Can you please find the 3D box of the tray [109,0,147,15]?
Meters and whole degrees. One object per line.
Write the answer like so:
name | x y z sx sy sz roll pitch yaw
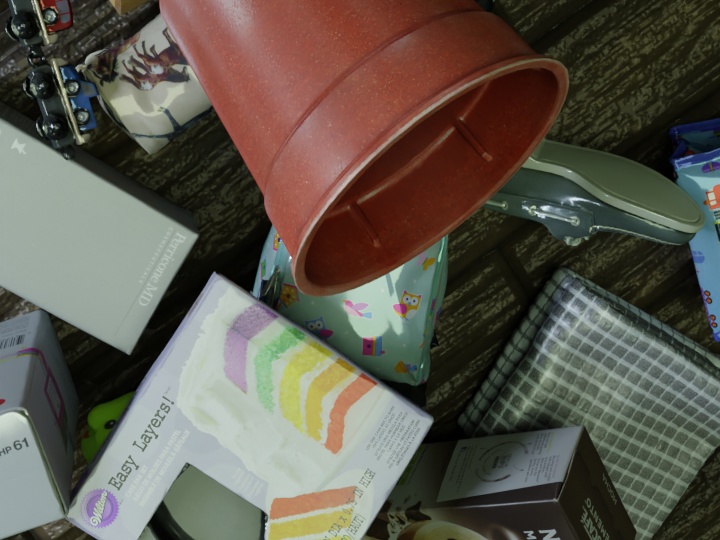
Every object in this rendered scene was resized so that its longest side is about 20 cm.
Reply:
tray | -0.102 -0.259 0.832 0.199 0.037 0.099 -33 79 -20

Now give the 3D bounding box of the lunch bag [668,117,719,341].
lunch bag | 0.350 -0.051 0.962 0.197 0.094 0.153 -13 108 18

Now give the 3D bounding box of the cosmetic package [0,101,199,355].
cosmetic package | -0.224 -0.037 0.899 0.198 0.090 0.108 29 96 -13

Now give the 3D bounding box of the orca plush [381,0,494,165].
orca plush | 0.056 -0.143 0.904 0.104 0.202 0.071 -11 134 37

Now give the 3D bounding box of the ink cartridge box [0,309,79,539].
ink cartridge box | -0.277 0.115 0.869 0.142 0.200 0.086 -18 107 -5

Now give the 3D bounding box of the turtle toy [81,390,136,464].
turtle toy | -0.108 0.143 0.934 0.196 0.146 0.103 6 110 -12

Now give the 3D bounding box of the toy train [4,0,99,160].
toy train | -0.213 -0.174 0.832 0.045 0.034 0.203 -19 102 -23

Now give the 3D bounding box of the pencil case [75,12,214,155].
pencil case | -0.105 -0.167 0.890 0.199 0.078 0.090 -36 92 0

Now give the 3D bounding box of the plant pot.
plant pot | -0.011 -0.125 0.760 0.200 0.201 0.196 -37 73 1

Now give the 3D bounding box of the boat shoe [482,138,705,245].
boat shoe | 0.158 -0.055 0.948 0.197 0.073 0.063 21 121 15

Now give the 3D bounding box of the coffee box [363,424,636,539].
coffee box | 0.095 0.195 0.964 0.198 0.080 0.114 -13 118 35

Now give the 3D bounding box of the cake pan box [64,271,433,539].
cake pan box | -0.077 0.132 0.854 0.183 0.052 0.201 35 87 -6

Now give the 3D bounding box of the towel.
towel | 0.202 0.115 1.019 0.198 0.086 0.167 29 99 -16

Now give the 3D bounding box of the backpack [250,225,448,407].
backpack | 0.000 0.000 0.930 0.164 0.127 0.203 11 100 -10
